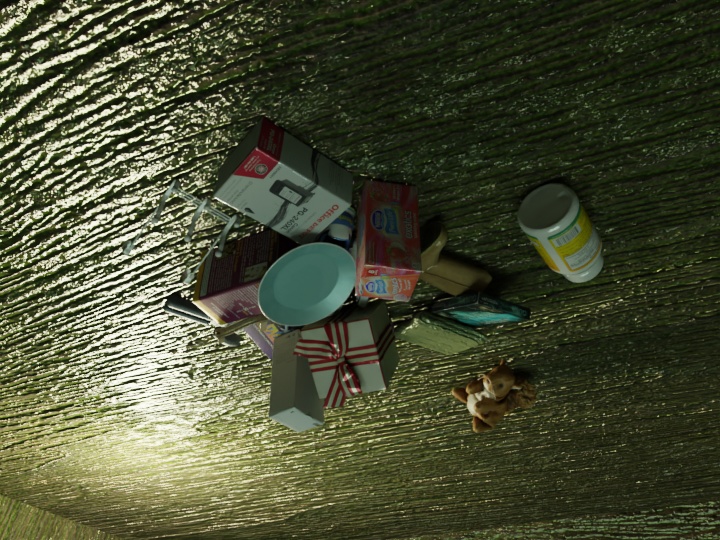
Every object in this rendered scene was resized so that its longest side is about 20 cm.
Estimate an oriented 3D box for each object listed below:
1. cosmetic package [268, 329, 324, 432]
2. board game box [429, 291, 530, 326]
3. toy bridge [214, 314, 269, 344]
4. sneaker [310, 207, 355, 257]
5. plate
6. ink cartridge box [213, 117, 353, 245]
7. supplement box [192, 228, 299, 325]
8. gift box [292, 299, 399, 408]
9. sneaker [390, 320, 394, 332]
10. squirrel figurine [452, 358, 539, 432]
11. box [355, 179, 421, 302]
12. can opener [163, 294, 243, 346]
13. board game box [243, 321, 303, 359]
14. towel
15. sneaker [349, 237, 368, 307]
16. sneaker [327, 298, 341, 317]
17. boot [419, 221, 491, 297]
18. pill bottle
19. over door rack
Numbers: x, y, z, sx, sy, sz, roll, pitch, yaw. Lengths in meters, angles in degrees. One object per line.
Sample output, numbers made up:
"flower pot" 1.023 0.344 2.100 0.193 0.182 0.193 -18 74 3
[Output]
"cosmetic package" -0.143 0.252 1.325 0.081 0.201 0.113 -22 136 26
"board game box" 0.259 0.090 1.280 0.134 0.028 0.200 18 164 -19
"toy bridge" -0.209 0.109 1.229 0.199 0.027 0.067 -14 159 -17
"sneaker" -0.064 -0.042 1.146 0.073 0.083 0.200 8 143 -11
"plate" -0.102 0.024 1.097 0.199 0.026 0.201 -17 134 -18
"ink cartridge box" -0.131 -0.148 1.015 0.199 0.084 0.145 28 133 -29
"supplement box" -0.225 0.012 1.177 0.199 0.132 0.103 -16 140 20
"gift box" -0.031 0.184 1.286 0.199 0.187 0.186 -17 97 17
"sneaker" 0.019 0.179 1.438 0.099 0.075 0.201 18 135 0
"squirrel figurine" 0.382 0.325 1.575 0.199 0.142 0.187 1 132 -23
"box" 0.047 -0.056 1.033 0.102 0.201 0.095 7 142 -7
"can opener" -0.365 0.115 1.361 0.199 0.067 0.053 27 136 -22
"board game box" -0.183 0.130 1.379 0.164 0.057 0.200 -14 138 15
"towel" 0.191 0.155 1.401 0.199 0.037 0.148 18 151 -20
"sneaker" 0.000 0.000 1.220 0.070 0.073 0.201 19 139 11
"sneaker" -0.077 0.067 1.257 0.073 0.080 0.200 7 164 -10
"boot" 0.189 -0.016 1.193 0.199 0.067 0.175 21 149 -22
"pill bottle" 0.386 -0.063 1.090 0.112 0.113 0.200 -24 134 27
"over door rack" -0.345 -0.061 1.111 0.147 0.067 0.200 31 118 -31
